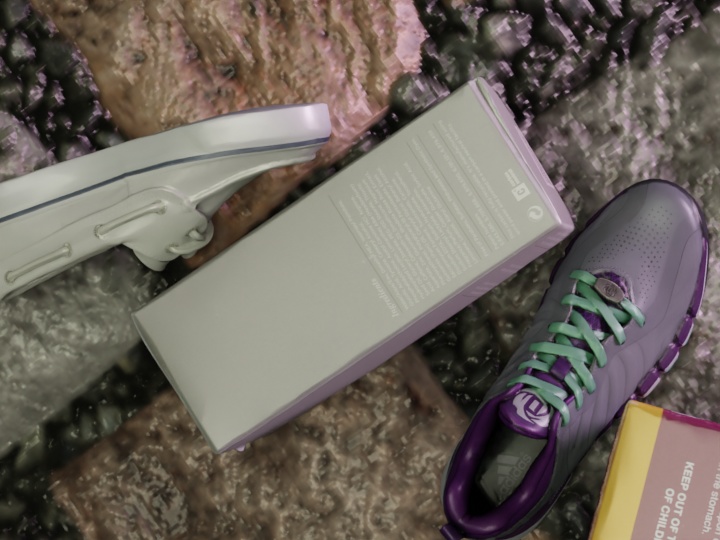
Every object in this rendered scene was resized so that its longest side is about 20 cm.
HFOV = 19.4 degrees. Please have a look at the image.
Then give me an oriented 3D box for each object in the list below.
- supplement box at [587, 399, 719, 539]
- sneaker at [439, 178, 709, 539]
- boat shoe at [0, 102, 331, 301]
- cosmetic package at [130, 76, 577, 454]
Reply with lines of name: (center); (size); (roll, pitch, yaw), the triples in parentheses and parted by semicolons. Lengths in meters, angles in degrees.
supplement box: (0.204, 0.136, 0.957); (0.198, 0.131, 0.104); (15, 84, 11)
sneaker: (0.104, 0.048, 1.001); (0.074, 0.088, 0.201); (30, 95, 9)
boat shoe: (-0.102, -0.034, 1.053); (0.199, 0.074, 0.066); (-15, 92, 20)
cosmetic package: (0.000, 0.000, 1.011); (0.199, 0.107, 0.091); (-31, 85, 7)
